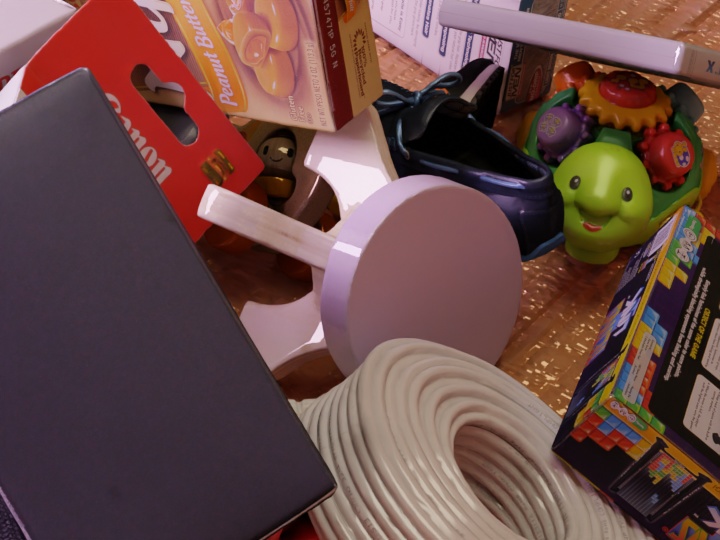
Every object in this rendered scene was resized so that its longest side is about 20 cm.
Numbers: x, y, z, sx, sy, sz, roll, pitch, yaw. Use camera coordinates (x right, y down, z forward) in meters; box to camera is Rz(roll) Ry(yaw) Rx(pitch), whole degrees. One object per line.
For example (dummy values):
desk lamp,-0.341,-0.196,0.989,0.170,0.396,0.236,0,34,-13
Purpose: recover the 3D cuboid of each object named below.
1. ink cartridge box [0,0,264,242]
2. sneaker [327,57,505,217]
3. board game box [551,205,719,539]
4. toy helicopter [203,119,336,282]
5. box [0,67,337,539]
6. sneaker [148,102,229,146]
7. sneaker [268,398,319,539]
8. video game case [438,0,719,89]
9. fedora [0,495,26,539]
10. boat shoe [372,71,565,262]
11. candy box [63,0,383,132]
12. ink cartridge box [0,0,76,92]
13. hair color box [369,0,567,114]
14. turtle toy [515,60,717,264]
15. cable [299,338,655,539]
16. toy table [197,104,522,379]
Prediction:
ink cartridge box,-0.147,-0.030,0.910,0.200,0.160,0.047,-49,39,-12
sneaker,0.031,-0.100,1.156,0.089,0.070,0.200,23,43,15
board game box,0.203,0.077,0.909,0.165,0.057,0.200,40,37,-4
toy helicopter,-0.074,-0.085,1.093,0.078,0.133,0.199,21,5,-38
box,-0.118,0.043,0.740,0.123,0.198,0.201,-31,89,-11
sneaker,-0.120,-0.091,1.066,0.084,0.075,0.201,-19,29,8
sneaker,-0.066,0.111,0.873,0.197,0.079,0.091,2,40,-7
video game case,0.182,-0.146,1.128,0.199,0.022,0.181,19,10,42
fedora,-0.206,0.181,0.733,0.198,0.092,0.202,-12,50,15
boat shoe,0.056,-0.084,1.047,0.199,0.069,0.084,31,51,30
candy box,-0.088,-0.154,0.967,0.198,0.117,0.055,12,36,33
ink cartridge box,-0.235,-0.052,0.953,0.082,0.202,0.147,26,42,24
hair color box,0.065,-0.214,1.282,0.060,0.101,0.200,-24,47,-35
turtle toy,0.167,-0.071,1.114,0.144,0.102,0.201,13,38,9
cable,0.060,0.122,0.821,0.199,0.069,0.201,29,27,-24
toy table,0.000,0.000,0.959,0.116,0.200,0.185,22,77,30
